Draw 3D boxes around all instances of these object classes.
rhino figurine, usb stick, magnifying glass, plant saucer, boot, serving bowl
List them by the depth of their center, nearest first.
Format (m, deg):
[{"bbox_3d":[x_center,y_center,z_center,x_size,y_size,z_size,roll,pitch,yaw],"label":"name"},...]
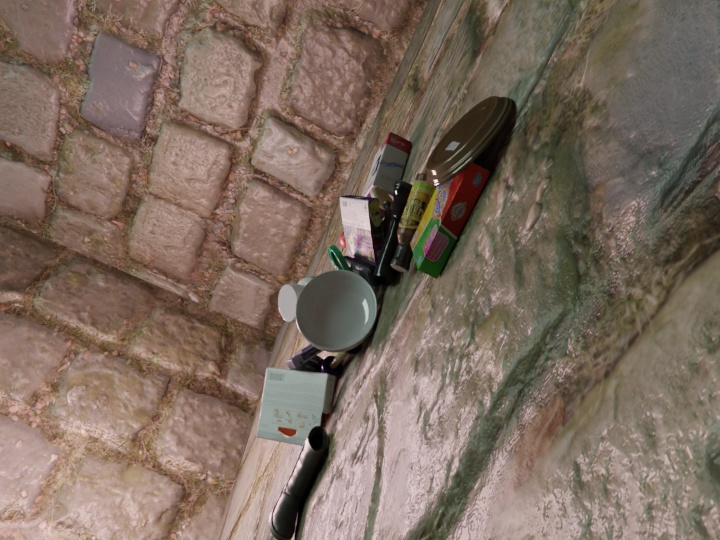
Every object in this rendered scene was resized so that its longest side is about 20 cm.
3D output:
[{"bbox_3d":[0.182,-0.230,1.059,0.200,0.029,0.201,-45,16,16],"label":"plant saucer"},{"bbox_3d":[0.073,-0.078,1.344,0.205,0.064,0.165,-66,-17,-9],"label":"boot"},{"bbox_3d":[-0.135,0.484,1.386,0.203,0.071,0.183,-57,14,22],"label":"boot"},{"bbox_3d":[-0.053,0.104,1.430,0.066,0.194,0.205,79,-154,-60],"label":"serving bowl"},{"bbox_3d":[0.081,-0.127,1.501,0.089,0.058,0.202,-99,28,-44],"label":"rhino figurine"},{"bbox_3d":[0.000,0.000,1.503,0.032,0.057,0.199,-30,19,-14],"label":"usb stick"},{"bbox_3d":[-0.027,0.018,1.522,0.022,0.201,0.080,-29,-28,-15],"label":"magnifying glass"}]

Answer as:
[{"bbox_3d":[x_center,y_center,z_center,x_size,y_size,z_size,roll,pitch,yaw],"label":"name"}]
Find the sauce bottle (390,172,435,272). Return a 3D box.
[{"bbox_3d":[0.113,-0.098,1.252,0.065,0.063,0.206,151,139,-75],"label":"sauce bottle"}]

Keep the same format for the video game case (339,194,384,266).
[{"bbox_3d":[0.006,-0.092,1.529,0.199,0.035,0.188,-159,59,-67],"label":"video game case"}]

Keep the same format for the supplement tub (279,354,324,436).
[{"bbox_3d":[-0.159,0.339,1.649,0.123,0.120,0.204,125,165,-51],"label":"supplement tub"}]

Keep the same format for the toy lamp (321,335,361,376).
[{"bbox_3d":[-0.054,0.220,1.518,0.201,0.057,0.060,124,166,-55],"label":"toy lamp"}]

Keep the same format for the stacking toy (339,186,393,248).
[{"bbox_3d":[0.009,-0.143,1.762,0.200,0.084,0.086,-47,18,27],"label":"stacking toy"}]

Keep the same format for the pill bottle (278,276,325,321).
[{"bbox_3d":[-0.105,0.076,1.550,0.118,0.196,0.124,5,96,49],"label":"pill bottle"}]

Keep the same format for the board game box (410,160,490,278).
[{"bbox_3d":[0.155,-0.107,1.093,0.154,0.039,0.205,-95,28,-71],"label":"board game box"}]

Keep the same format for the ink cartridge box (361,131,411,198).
[{"bbox_3d":[0.075,-0.291,1.855,0.146,0.081,0.205,131,159,-61],"label":"ink cartridge box"}]

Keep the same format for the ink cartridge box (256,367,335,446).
[{"bbox_3d":[-0.163,0.343,1.532,0.043,0.194,0.180,26,-112,-57],"label":"ink cartridge box"}]

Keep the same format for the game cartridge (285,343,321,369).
[{"bbox_3d":[-0.101,0.191,1.578,0.197,0.039,0.129,-31,2,-18],"label":"game cartridge"}]
